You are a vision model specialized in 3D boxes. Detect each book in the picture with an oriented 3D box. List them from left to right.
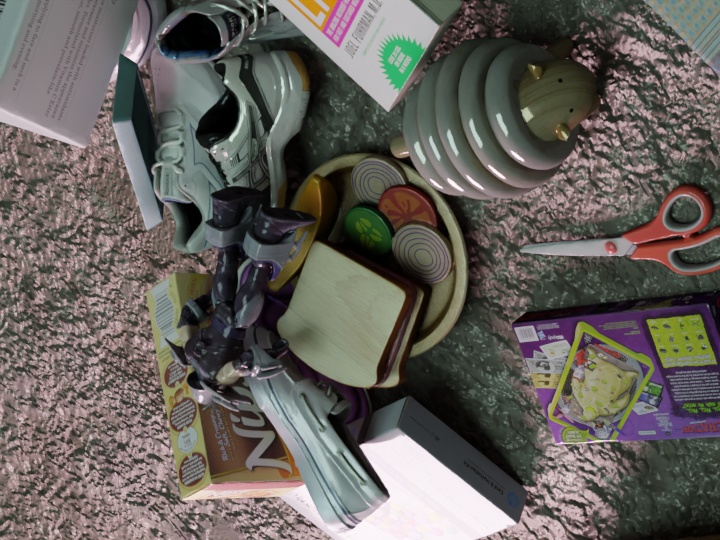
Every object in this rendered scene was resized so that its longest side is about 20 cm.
[{"bbox_3d":[-0.022,-0.231,1.507,0.200,0.048,0.134,43,149,5],"label":"book"}]

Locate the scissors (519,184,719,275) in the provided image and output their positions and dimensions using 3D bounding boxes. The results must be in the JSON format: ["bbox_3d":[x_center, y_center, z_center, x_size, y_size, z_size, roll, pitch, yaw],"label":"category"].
[{"bbox_3d":[0.215,-0.014,1.554,0.199,0.014,0.074,-21,104,43],"label":"scissors"}]

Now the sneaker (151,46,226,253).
[{"bbox_3d":[-0.151,-0.108,1.741,0.074,0.087,0.202,2,116,40],"label":"sneaker"}]

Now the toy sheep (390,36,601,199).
[{"bbox_3d":[0.101,-0.118,1.498,0.199,0.138,0.139,-21,102,44],"label":"toy sheep"}]

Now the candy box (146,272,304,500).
[{"bbox_3d":[-0.121,0.105,1.770,0.055,0.115,0.202,-30,65,46],"label":"candy box"}]

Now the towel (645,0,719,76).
[{"bbox_3d":[0.242,-0.244,1.386,0.200,0.022,0.147,46,136,4],"label":"towel"}]

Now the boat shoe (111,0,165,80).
[{"bbox_3d":[-0.249,-0.196,1.769,0.074,0.067,0.200,51,135,1],"label":"boat shoe"}]

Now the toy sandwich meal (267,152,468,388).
[{"bbox_3d":[0.000,0.000,1.670,0.203,0.070,0.207,10,110,28],"label":"toy sandwich meal"}]

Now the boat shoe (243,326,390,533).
[{"bbox_3d":[-0.037,0.129,1.705,0.066,0.073,0.201,-31,83,14],"label":"boat shoe"}]

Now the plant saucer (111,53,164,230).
[{"bbox_3d":[-0.196,-0.112,1.734,0.019,0.071,0.200,0,154,4],"label":"plant saucer"}]

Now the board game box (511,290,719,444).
[{"bbox_3d":[0.227,0.084,1.596,0.199,0.032,0.121,-7,107,42],"label":"board game box"}]

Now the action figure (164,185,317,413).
[{"bbox_3d":[-0.108,0.034,1.666,0.130,0.069,0.202,32,114,34],"label":"action figure"}]

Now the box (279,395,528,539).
[{"bbox_3d":[0.032,0.202,1.781,0.156,0.041,0.199,40,140,-20],"label":"box"}]

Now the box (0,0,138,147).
[{"bbox_3d":[-0.310,-0.235,1.684,0.199,0.130,0.201,17,86,36],"label":"box"}]

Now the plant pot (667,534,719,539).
[{"bbox_3d":[0.252,0.306,1.625,0.199,0.186,0.187,-34,93,32],"label":"plant pot"}]

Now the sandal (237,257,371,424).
[{"bbox_3d":[-0.040,0.067,1.764,0.050,0.082,0.203,7,135,58],"label":"sandal"}]

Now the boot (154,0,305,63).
[{"bbox_3d":[-0.083,-0.213,1.612,0.199,0.095,0.074,-13,108,43],"label":"boot"}]

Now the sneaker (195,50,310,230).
[{"bbox_3d":[-0.108,-0.105,1.691,0.076,0.087,0.202,-123,38,-50],"label":"sneaker"}]
